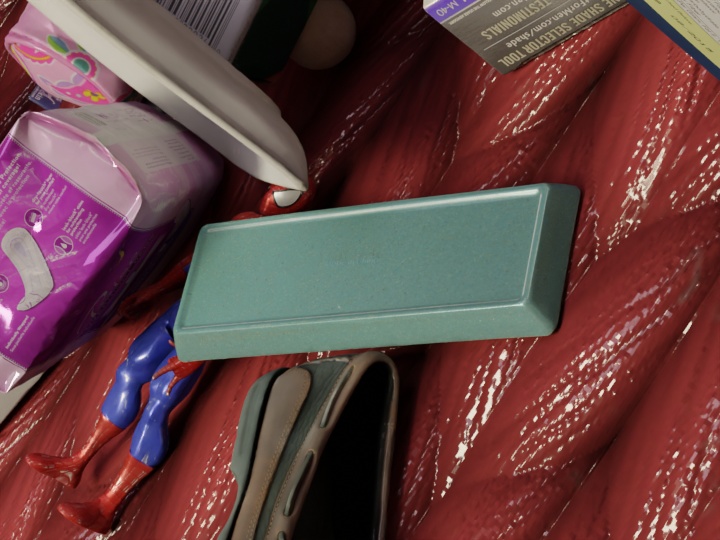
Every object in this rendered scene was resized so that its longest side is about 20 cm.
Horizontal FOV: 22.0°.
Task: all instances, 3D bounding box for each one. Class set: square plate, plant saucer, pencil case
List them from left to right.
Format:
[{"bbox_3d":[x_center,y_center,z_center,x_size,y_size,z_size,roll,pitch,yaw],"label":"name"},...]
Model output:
[{"bbox_3d":[-0.111,-0.111,0.850,0.029,0.199,0.198,-51,13,-2],"label":"square plate"},{"bbox_3d":[-0.120,-0.179,1.055,0.087,0.087,0.201,13,67,54],"label":"pencil case"},{"bbox_3d":[0.000,0.000,0.806,0.198,0.019,0.071,-5,60,33],"label":"plant saucer"}]

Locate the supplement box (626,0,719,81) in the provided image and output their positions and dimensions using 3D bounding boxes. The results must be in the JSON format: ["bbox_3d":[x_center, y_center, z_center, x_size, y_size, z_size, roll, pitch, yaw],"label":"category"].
[{"bbox_3d":[0.210,-0.142,0.588,0.201,0.134,0.199,-60,34,-2],"label":"supplement box"}]

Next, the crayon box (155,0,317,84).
[{"bbox_3d":[-0.053,-0.211,0.914,0.127,0.051,0.201,37,107,27],"label":"crayon box"}]

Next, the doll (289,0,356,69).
[{"bbox_3d":[-0.030,-0.198,0.975,0.135,0.049,0.202,-10,65,8],"label":"doll"}]

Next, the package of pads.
[{"bbox_3d":[-0.138,-0.020,0.906,0.121,0.075,0.200,-55,-2,9],"label":"package of pads"}]

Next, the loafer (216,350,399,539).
[{"bbox_3d":[-0.018,0.115,0.735,0.063,0.072,0.202,-26,43,29],"label":"loafer"}]

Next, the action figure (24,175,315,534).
[{"bbox_3d":[-0.086,0.033,0.898,0.201,0.052,0.065,-51,43,6],"label":"action figure"}]

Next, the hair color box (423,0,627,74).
[{"bbox_3d":[0.088,-0.202,0.851,0.109,0.065,0.202,-28,46,35],"label":"hair color box"}]

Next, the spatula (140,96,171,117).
[{"bbox_3d":[-0.143,-0.125,1.113,0.057,0.021,0.200,-50,39,1],"label":"spatula"}]

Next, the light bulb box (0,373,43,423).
[{"bbox_3d":[-0.289,0.032,1.086,0.200,0.124,0.199,-48,35,16],"label":"light bulb box"}]
